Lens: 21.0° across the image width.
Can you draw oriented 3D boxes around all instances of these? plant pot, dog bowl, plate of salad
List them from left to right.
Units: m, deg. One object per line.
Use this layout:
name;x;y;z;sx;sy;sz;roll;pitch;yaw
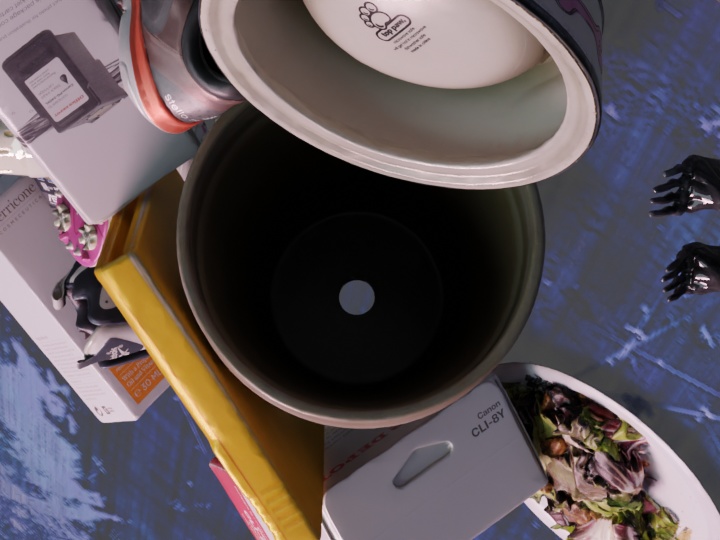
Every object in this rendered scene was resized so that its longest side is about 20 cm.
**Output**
plant pot;0.000;0.000;1.109;0.200;0.200;0.174;40;170;9
dog bowl;0.027;-0.123;0.929;0.198;0.074;0.201;16;155;8
plate of salad;0.145;0.140;1.229;0.199;0.048;0.201;35;153;21

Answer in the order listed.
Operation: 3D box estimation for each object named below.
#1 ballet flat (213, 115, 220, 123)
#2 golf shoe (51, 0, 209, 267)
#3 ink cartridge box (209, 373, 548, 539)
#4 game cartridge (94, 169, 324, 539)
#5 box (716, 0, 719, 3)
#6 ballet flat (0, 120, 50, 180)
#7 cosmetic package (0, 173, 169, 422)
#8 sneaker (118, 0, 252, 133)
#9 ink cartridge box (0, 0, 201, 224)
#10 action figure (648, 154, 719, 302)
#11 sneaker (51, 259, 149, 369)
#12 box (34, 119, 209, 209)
ballet flat;-0.069;-0.124;1.138;0.071;0.072;0.201;14;140;46
golf shoe;-0.130;-0.096;1.229;0.075;0.091;0.201;46;124;41
ink cartridge box;0.008;0.129;1.253;0.084;0.145;0.200;61;162;-13
game cartridge;-0.082;0.045;1.129;0.201;0.032;0.177;60;-170;-18
box;0.179;-0.171;0.666;0.200;0.104;0.182;40;154;10
ballet flat;-0.244;-0.104;1.314;0.199;0.067;0.068;36;148;23
cosmetic package;-0.214;0.010;1.503;0.201;0.101;0.071;52;152;-16
sneaker;-0.085;-0.176;1.003;0.081;0.077;0.202;-7;96;39
ink cartridge box;-0.182;-0.143;1.066;0.146;0.083;0.200;58;-179;41
action figure;0.224;0.022;0.886;0.199;0.102;0.120;26;137;36
sneaker;-0.139;0.044;1.409;0.199;0.130;0.080;39;154;12
box;-0.183;-0.103;1.354;0.199;0.049;0.162;13;141;47
